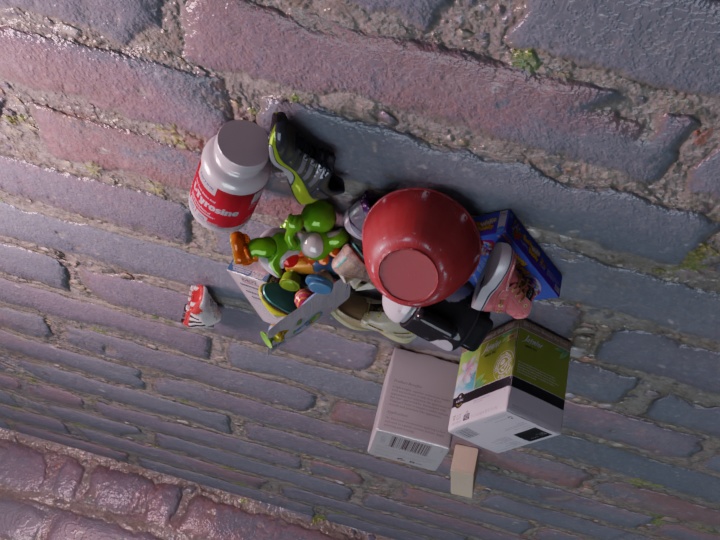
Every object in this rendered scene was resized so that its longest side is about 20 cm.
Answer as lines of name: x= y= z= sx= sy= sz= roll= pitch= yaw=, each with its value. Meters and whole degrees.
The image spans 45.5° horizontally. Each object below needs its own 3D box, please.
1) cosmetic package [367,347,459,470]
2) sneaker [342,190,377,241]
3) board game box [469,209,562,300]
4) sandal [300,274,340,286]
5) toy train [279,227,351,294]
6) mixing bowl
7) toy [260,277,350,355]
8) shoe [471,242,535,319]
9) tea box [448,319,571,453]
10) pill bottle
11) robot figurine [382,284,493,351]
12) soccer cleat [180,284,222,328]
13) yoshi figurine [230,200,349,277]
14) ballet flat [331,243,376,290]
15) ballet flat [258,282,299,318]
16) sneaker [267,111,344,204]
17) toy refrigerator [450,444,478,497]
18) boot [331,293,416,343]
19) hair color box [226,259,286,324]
cosmetic package: x=0.122 y=0.307 z=1.894 sx=0.164 sy=0.201 sz=0.165 roll=15 pitch=150 yaw=1
sneaker: x=0.071 y=-0.060 z=1.436 sx=0.199 sy=0.075 sz=0.088 roll=26 pitch=144 yaw=-14
board game box: x=0.236 y=-0.017 z=1.450 sx=0.134 sy=0.045 sz=0.200 roll=-9 pitch=142 yaw=37
sandal: x=-0.067 y=0.022 z=1.666 sx=0.199 sy=0.045 sz=0.075 roll=-3 pitch=144 yaw=30
toy train: x=-0.121 y=-0.013 z=1.563 sx=0.199 sy=0.116 sz=0.085 roll=-1 pitch=145 yaw=28
mixing bowl: x=0.086 y=-0.018 z=1.354 sx=0.199 sy=0.108 sz=0.201 roll=7 pitch=121 yaw=12
toy: x=-0.102 y=0.066 z=1.576 sx=0.047 sy=0.200 sz=0.115 roll=44 pitch=156 yaw=16
shoe: x=0.245 y=0.020 z=1.397 sx=0.091 sy=0.072 sz=0.200 roll=14 pitch=155 yaw=1
tea box: x=0.291 y=0.229 z=1.682 sx=0.133 sy=0.197 sz=0.200 roll=26 pitch=148 yaw=-18
pill bottle: x=-0.207 y=-0.152 z=1.378 sx=0.112 sy=0.113 sz=0.200 roll=22 pitch=150 yaw=-10
robot figurine: x=0.136 y=0.063 z=1.524 sx=0.199 sy=0.125 sz=0.150 roll=28 pitch=162 yaw=-10
soccer cleat: x=-0.344 y=0.084 z=1.897 sx=0.085 sy=0.069 sz=0.200 roll=14 pitch=155 yaw=-14
yoshi figurine: x=-0.120 y=-0.068 z=1.473 sx=0.199 sy=0.113 sz=0.112 roll=-9 pitch=137 yaw=2
ballet flat: x=0.000 y=0.000 z=1.522 sx=0.068 sy=0.067 sz=0.200 roll=51 pitch=-172 yaw=25
ballet flat: x=-0.135 y=0.068 z=1.650 sx=0.067 sy=0.067 sz=0.200 roll=-31 pitch=155 yaw=33
sneaker: x=-0.083 y=-0.177 z=1.330 sx=0.081 sy=0.074 sz=0.200 roll=-6 pitch=151 yaw=18
toy refrigerator: x=0.281 y=0.551 z=2.352 sx=0.070 sy=0.076 sz=0.200 roll=9 pitch=150 yaw=12
boot: x=0.053 y=0.072 z=1.666 sx=0.199 sy=0.072 sz=0.155 roll=21 pitch=151 yaw=-18
hair color box: x=-0.179 y=0.042 z=1.724 sx=0.100 sy=0.061 sz=0.200 roll=16 pitch=154 yaw=27
